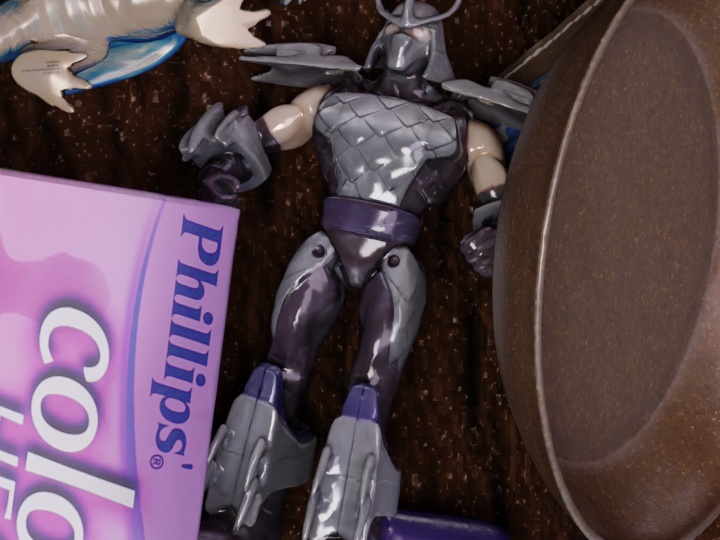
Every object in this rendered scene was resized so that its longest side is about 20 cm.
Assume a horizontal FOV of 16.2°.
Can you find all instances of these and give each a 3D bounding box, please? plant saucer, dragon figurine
[{"bbox_3d":[0.093,-0.009,0.815,0.200,0.036,0.202,-19,114,-53],"label":"plant saucer"},{"bbox_3d":[-0.082,-0.089,0.816,0.199,0.099,0.059,-19,99,-3],"label":"dragon figurine"}]

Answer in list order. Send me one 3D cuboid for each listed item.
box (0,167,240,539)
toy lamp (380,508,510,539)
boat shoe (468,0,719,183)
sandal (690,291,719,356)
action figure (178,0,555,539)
[{"bbox_3d":[-0.153,0.054,0.766,0.199,0.097,0.177,9,87,-24],"label":"box"},{"bbox_3d":[0.081,0.134,0.890,0.199,0.058,0.059,26,80,-22],"label":"toy lamp"},{"bbox_3d":[0.116,-0.095,0.893,0.199,0.073,0.072,-30,145,-1],"label":"boat shoe"},{"bbox_3d":[0.197,0.019,0.939,0.199,0.058,0.080,8,49,-7],"label":"sandal"},{"bbox_3d":[0.000,0.000,0.829,0.069,0.129,0.202,23,79,-67],"label":"action figure"}]
